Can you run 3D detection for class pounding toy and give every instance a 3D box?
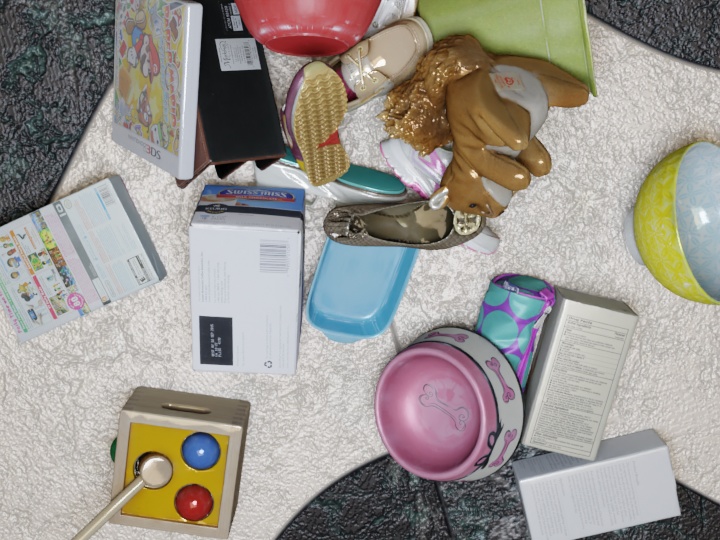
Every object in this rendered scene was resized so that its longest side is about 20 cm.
[{"bbox_3d":[-0.259,0.265,1.339,0.200,0.142,0.185,8,101,-2],"label":"pounding toy"}]

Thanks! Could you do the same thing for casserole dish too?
[{"bbox_3d":[0.000,0.000,1.314,0.121,0.039,0.200,11,117,-17],"label":"casserole dish"}]

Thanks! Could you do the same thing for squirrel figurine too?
[{"bbox_3d":[0.124,-0.156,1.171,0.200,0.142,0.187,36,142,11],"label":"squirrel figurine"}]

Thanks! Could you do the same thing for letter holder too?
[{"bbox_3d":[-0.181,-0.212,1.257,0.100,0.142,0.200,-10,84,-29],"label":"letter holder"}]

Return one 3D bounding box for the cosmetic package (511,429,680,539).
[{"bbox_3d":[0.313,0.290,1.379,0.200,0.071,0.102,-13,101,3],"label":"cosmetic package"}]

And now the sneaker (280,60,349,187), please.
[{"bbox_3d":[-0.063,-0.182,1.191,0.075,0.200,0.090,-26,62,-15],"label":"sneaker"}]

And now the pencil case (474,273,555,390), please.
[{"bbox_3d":[0.188,0.107,1.333,0.085,0.092,0.200,0,108,-45],"label":"pencil case"}]

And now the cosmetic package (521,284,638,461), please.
[{"bbox_3d":[0.277,0.131,1.339,0.103,0.087,0.200,15,102,-2],"label":"cosmetic package"}]

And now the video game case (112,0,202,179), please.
[{"bbox_3d":[-0.245,-0.228,1.220,0.023,0.182,0.200,-9,115,-37],"label":"video game case"}]

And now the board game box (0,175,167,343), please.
[{"bbox_3d":[-0.372,-0.015,1.323,0.200,0.064,0.148,-23,100,3],"label":"board game box"}]

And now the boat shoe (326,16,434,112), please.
[{"bbox_3d":[0.003,-0.232,1.220,0.200,0.069,0.074,-28,88,47],"label":"boat shoe"}]

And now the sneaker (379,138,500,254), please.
[{"bbox_3d":[0.116,-0.107,1.294,0.088,0.081,0.200,-40,99,9],"label":"sneaker"}]

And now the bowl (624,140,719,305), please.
[{"bbox_3d":[0.394,-0.051,1.279,0.108,0.200,0.200,-11,105,45],"label":"bowl"}]

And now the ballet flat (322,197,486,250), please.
[{"bbox_3d":[0.055,-0.057,1.237,0.200,0.046,0.068,0,94,-6],"label":"ballet flat"}]

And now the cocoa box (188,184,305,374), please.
[{"bbox_3d":[-0.137,0.010,1.272,0.133,0.131,0.200,3,117,0],"label":"cocoa box"}]

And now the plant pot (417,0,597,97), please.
[{"bbox_3d":[0.172,-0.287,1.219,0.190,0.200,0.200,-9,102,15],"label":"plant pot"}]

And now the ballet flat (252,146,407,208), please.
[{"bbox_3d":[-0.041,-0.107,1.310,0.200,0.069,0.070,16,101,1],"label":"ballet flat"}]

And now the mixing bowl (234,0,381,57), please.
[{"bbox_3d":[-0.061,-0.306,1.166,0.200,0.200,0.109,2,88,0],"label":"mixing bowl"}]

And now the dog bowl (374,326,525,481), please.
[{"bbox_3d":[0.103,0.174,1.303,0.200,0.074,0.201,4,97,36],"label":"dog bowl"}]

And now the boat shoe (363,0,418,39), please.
[{"bbox_3d":[0.044,-0.368,1.245,0.069,0.071,0.200,11,103,-4],"label":"boat shoe"}]
